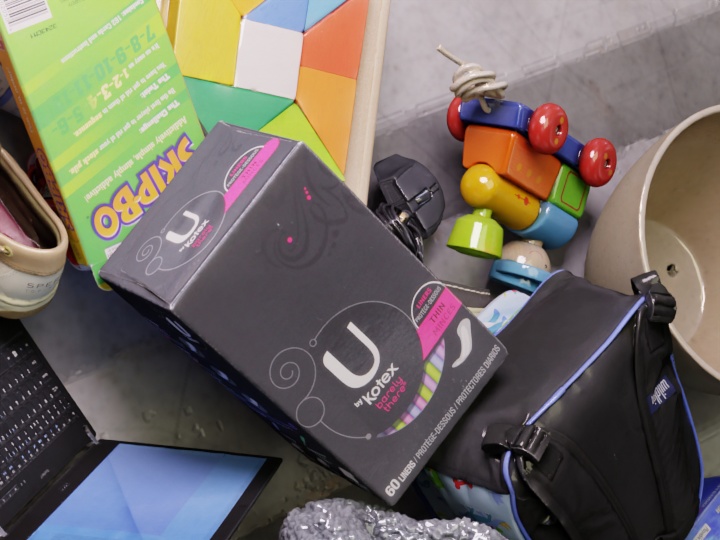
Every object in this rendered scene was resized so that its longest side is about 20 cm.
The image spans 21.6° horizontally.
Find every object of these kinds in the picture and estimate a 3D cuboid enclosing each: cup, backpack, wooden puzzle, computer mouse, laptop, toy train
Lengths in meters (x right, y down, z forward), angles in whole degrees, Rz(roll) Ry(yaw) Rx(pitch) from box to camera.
[{"bbox_3d":[0.237,0.000,1.316,0.199,0.143,0.201,6,75,-25],"label":"cup"},{"bbox_3d":[0.127,0.119,1.219,0.183,0.147,0.200,-46,128,-26],"label":"backpack"},{"bbox_3d":[-0.064,-0.133,1.177,0.184,0.037,0.201,10,79,-29],"label":"wooden puzzle"},{"bbox_3d":[0.034,-0.041,1.204,0.034,0.200,0.059,-25,100,7],"label":"computer mouse"},{"bbox_3d":[-0.157,0.077,1.066,0.103,0.177,0.200,-32,95,15],"label":"laptop"},{"bbox_3d":[0.084,-0.060,1.255,0.200,0.084,0.116,25,79,-51],"label":"toy train"}]

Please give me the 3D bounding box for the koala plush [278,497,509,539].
[{"bbox_3d":[0.037,0.257,1.075,0.183,0.178,0.200,4,35,-4],"label":"koala plush"}]

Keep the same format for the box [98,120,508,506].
[{"bbox_3d":[-0.031,0.025,1.104,0.200,0.106,0.122,43,78,-30],"label":"box"}]

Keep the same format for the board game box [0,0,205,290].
[{"bbox_3d":[-0.147,-0.096,1.095,0.095,0.030,0.201,-26,104,-24],"label":"board game box"}]

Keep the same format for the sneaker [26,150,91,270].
[{"bbox_3d":[-0.158,-0.098,1.177,0.108,0.067,0.202,-11,86,-31],"label":"sneaker"}]

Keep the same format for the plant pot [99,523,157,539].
[{"bbox_3d":[-0.129,0.215,1.070,0.200,0.200,0.135,28,32,-19],"label":"plant pot"}]

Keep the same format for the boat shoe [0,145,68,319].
[{"bbox_3d":[-0.240,-0.066,1.106,0.200,0.066,0.074,46,44,5],"label":"boat shoe"}]

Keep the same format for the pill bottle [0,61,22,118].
[{"bbox_3d":[-0.253,-0.178,1.120,0.199,0.112,0.113,26,68,-21],"label":"pill bottle"}]

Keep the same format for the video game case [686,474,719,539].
[{"bbox_3d":[0.252,0.276,1.318,0.181,0.045,0.200,50,61,-10],"label":"video game case"}]

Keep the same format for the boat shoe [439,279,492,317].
[{"bbox_3d":[-0.001,0.000,1.234,0.200,0.072,0.066,8,80,-21],"label":"boat shoe"}]
